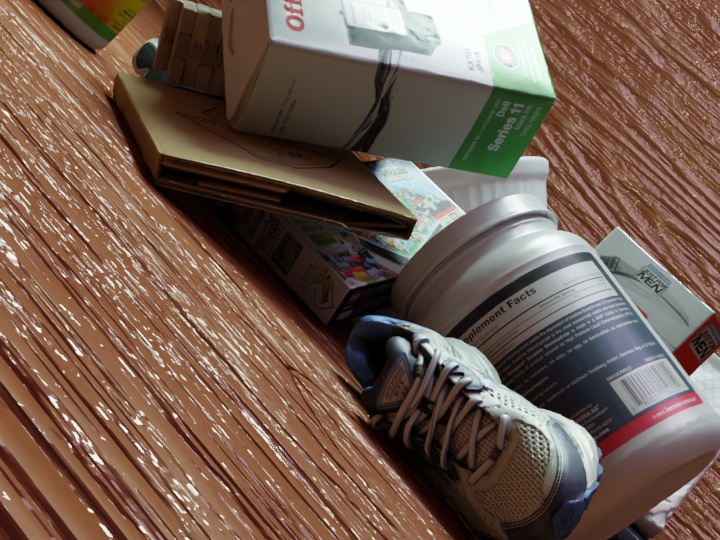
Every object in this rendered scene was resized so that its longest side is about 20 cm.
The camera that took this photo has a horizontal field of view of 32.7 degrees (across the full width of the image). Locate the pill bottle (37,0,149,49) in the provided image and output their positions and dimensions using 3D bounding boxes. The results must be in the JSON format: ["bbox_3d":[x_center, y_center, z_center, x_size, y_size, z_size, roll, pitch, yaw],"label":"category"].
[{"bbox_3d":[-0.183,-0.286,0.986,0.111,0.200,0.111,44,3,-3],"label":"pill bottle"}]

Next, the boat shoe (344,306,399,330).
[{"bbox_3d":[0.000,0.000,0.929,0.200,0.066,0.074,47,4,26],"label":"boat shoe"}]

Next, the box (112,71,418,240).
[{"bbox_3d":[-0.069,-0.078,0.792,0.163,0.021,0.200,12,17,-23],"label":"box"}]

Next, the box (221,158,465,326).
[{"bbox_3d":[0.006,-0.027,0.863,0.110,0.035,0.200,45,30,19],"label":"box"}]

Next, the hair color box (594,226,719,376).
[{"bbox_3d":[0.173,0.078,0.955,0.111,0.200,0.064,48,5,35],"label":"hair color box"}]

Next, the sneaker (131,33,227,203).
[{"bbox_3d":[-0.102,-0.107,0.958,0.200,0.080,0.084,54,-11,29],"label":"sneaker"}]

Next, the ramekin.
[{"bbox_3d":[0.088,-0.044,1.178,0.200,0.199,0.098,8,74,-84],"label":"ramekin"}]

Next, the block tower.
[{"bbox_3d":[-0.047,-0.142,0.887,0.199,0.054,0.058,14,16,-13],"label":"block tower"}]

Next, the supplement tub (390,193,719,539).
[{"bbox_3d":[0.121,0.066,0.786,0.200,0.140,0.140,57,8,23],"label":"supplement tub"}]

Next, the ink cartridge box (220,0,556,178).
[{"bbox_3d":[0.014,-0.154,0.820,0.199,0.083,0.147,7,51,-20],"label":"ink cartridge box"}]

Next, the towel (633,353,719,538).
[{"bbox_3d":[0.225,0.100,1.051,0.200,0.191,0.032,43,-35,15],"label":"towel"}]

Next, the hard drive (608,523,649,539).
[{"bbox_3d":[0.251,0.268,0.978,0.200,0.042,0.135,46,3,9],"label":"hard drive"}]

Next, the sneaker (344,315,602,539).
[{"bbox_3d":[0.043,0.077,0.619,0.085,0.077,0.200,32,2,-27],"label":"sneaker"}]
